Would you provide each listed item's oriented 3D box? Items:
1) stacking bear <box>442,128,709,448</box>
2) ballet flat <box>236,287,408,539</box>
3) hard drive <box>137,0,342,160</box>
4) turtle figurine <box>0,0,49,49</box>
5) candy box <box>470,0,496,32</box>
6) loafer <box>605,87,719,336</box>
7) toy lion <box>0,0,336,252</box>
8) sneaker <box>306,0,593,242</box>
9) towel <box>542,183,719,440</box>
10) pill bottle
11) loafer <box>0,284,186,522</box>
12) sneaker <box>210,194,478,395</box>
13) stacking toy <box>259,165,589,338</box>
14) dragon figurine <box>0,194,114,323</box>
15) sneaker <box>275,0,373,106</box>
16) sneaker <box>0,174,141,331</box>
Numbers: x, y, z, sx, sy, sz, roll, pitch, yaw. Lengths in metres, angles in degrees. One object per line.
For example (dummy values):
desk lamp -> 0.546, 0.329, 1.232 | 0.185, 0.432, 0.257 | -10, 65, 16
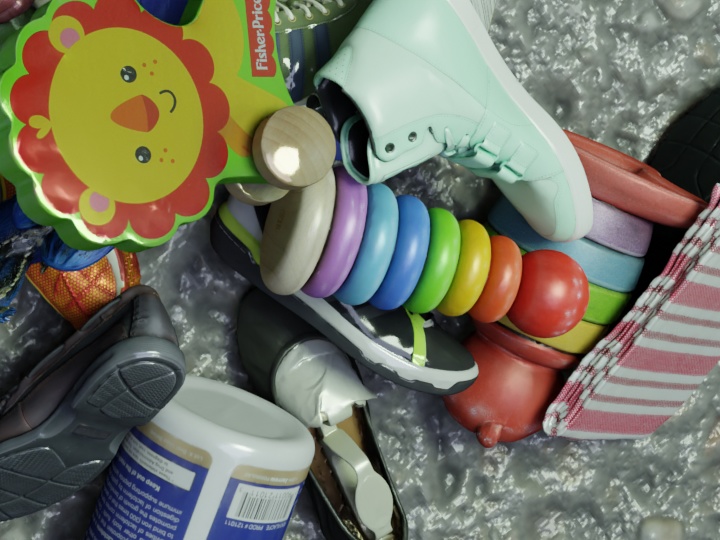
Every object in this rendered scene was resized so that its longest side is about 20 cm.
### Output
stacking bear -> 0.119, 0.017, 1.518 | 0.114, 0.121, 0.200 | 20, 101, -26
ballet flat -> -0.014, 0.099, 1.501 | 0.068, 0.068, 0.200 | -31, 110, -18
hard drive -> -0.062, -0.138, 1.458 | 0.200, 0.025, 0.132 | 3, 100, -21
turtle figurine -> -0.202, -0.215, 1.326 | 0.200, 0.144, 0.194 | -44, 114, -3
candy box -> 0.059, -0.218, 1.400 | 0.026, 0.200, 0.102 | 10, 63, 16
loafer -> 0.226, -0.037, 1.570 | 0.072, 0.073, 0.200 | 27, 98, -42
toy lion -> -0.115, -0.111, 1.307 | 0.191, 0.069, 0.200 | -1, 83, -29
sneaker -> 0.049, -0.069, 1.394 | 0.118, 0.074, 0.201 | -46, 113, -21
towel -> 0.207, 0.031, 1.520 | 0.200, 0.030, 0.146 | -52, 152, 16
pill bottle -> -0.113, 0.174, 1.449 | 0.116, 0.116, 0.200 | 17, 102, -23
loafer -> -0.175, 0.082, 1.411 | 0.072, 0.063, 0.200 | 23, 132, -37
sneaker -> 0.000, 0.000, 1.458 | 0.200, 0.072, 0.083 | 34, 102, -8
stacking toy -> 0.045, -0.005, 1.410 | 0.200, 0.085, 0.086 | 15, 95, -16
dragon figurine -> -0.163, -0.035, 1.332 | 0.200, 0.099, 0.059 | -37, 105, 2
sneaker -> -0.053, -0.137, 1.409 | 0.200, 0.067, 0.090 | -38, 116, -7
sneaker -> -0.181, -0.017, 1.426 | 0.077, 0.073, 0.200 | -19, 104, 6
